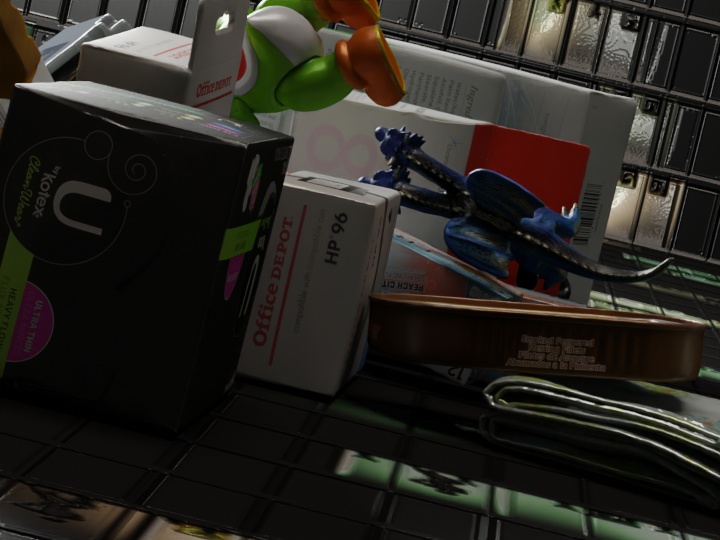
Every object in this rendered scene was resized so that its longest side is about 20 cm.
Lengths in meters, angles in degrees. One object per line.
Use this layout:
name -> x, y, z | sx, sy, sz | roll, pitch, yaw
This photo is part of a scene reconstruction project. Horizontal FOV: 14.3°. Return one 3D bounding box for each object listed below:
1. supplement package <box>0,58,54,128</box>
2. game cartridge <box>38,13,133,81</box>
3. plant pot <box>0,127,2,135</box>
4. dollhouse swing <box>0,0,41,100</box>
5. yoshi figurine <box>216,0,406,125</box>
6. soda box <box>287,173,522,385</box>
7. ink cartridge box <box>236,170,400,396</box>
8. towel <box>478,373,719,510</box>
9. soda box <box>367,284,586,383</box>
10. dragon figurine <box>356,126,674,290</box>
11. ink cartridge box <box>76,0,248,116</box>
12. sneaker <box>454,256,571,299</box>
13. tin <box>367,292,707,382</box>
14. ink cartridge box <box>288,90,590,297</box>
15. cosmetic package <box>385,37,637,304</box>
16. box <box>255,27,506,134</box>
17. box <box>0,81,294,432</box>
supplement package -> -0.276, -0.078, 1.764 | 0.199, 0.114, 0.110 | 17, -36, 41
game cartridge -> -0.248, -0.099, 1.934 | 0.042, 0.200, 0.133 | 53, -19, -9
plant pot -> -0.291, -0.066, 1.576 | 0.199, 0.187, 0.186 | 25, 7, 9
dollhouse swing -> -0.256, -0.211, 1.655 | 0.175, 0.201, 0.182 | -4, 42, 25
yoshi figurine -> -0.073, -0.106, 1.773 | 0.199, 0.112, 0.112 | -22, 17, 7
soda box -> 0.000, 0.000, 1.827 | 0.199, 0.064, 0.068 | 27, 7, 10
ink cartridge box -> -0.028, 0.007, 1.679 | 0.067, 0.117, 0.200 | 13, 6, 5
towel -> 0.175, 0.093, 1.659 | 0.170, 0.048, 0.200 | 16, 6, 21
soda box -> 0.048, 0.031, 1.910 | 0.199, 0.064, 0.068 | 15, 5, 3
dragon figurine -> 0.089, -0.028, 1.791 | 0.200, 0.059, 0.099 | 30, 8, 30
ink cartridge box -> -0.124, -0.072, 1.660 | 0.067, 0.201, 0.116 | 14, 12, 9
sneaker -> 0.054, -0.013, 2.019 | 0.199, 0.076, 0.088 | 20, -33, -17
tin -> 0.101, 0.039, 1.665 | 0.199, 0.042, 0.112 | 5, 6, -10
ink cartridge box -> 0.041, -0.029, 1.955 | 0.199, 0.163, 0.057 | 14, 16, 9
cosmetic package -> 0.090, -0.067, 2.307 | 0.199, 0.200, 0.123 | 15, 5, 24
box -> -0.022, -0.079, 2.152 | 0.171, 0.201, 0.199 | 13, 4, -23
box -> -0.118, -0.013, 1.469 | 0.124, 0.149, 0.200 | 15, 6, 4
